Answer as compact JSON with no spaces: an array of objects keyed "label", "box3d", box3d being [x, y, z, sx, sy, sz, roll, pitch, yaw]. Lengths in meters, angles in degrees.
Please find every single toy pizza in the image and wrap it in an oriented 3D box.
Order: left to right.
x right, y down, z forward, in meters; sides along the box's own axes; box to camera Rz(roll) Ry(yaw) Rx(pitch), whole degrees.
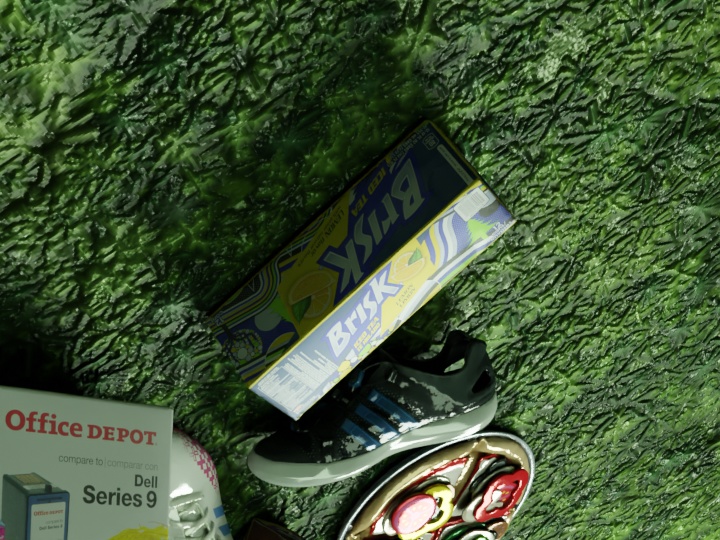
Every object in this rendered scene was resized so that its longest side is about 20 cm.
[{"label":"toy pizza","box3d":[0.068,0.216,1.324,0.199,0.032,0.201,-22,140,-20]}]

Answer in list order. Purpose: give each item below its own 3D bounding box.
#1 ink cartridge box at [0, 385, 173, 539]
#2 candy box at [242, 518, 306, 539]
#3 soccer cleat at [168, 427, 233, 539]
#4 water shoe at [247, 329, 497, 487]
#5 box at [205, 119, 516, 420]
[{"label":"ink cartridge box","box3d":[-0.196,0.175,0.941,0.087,0.201,0.145,-11,162,41]},{"label":"candy box","box3d":[-0.073,0.305,1.185,0.056,0.116,0.201,31,84,-50]},{"label":"soccer cleat","box3d":[-0.118,0.188,1.106,0.070,0.086,0.200,-28,141,-12]},{"label":"water shoe","box3d":[0.005,0.096,1.142,0.199,0.071,0.079,-16,110,-23]},{"label":"box","box3d":[0.000,0.000,1.019,0.200,0.070,0.064,-42,143,6]}]
